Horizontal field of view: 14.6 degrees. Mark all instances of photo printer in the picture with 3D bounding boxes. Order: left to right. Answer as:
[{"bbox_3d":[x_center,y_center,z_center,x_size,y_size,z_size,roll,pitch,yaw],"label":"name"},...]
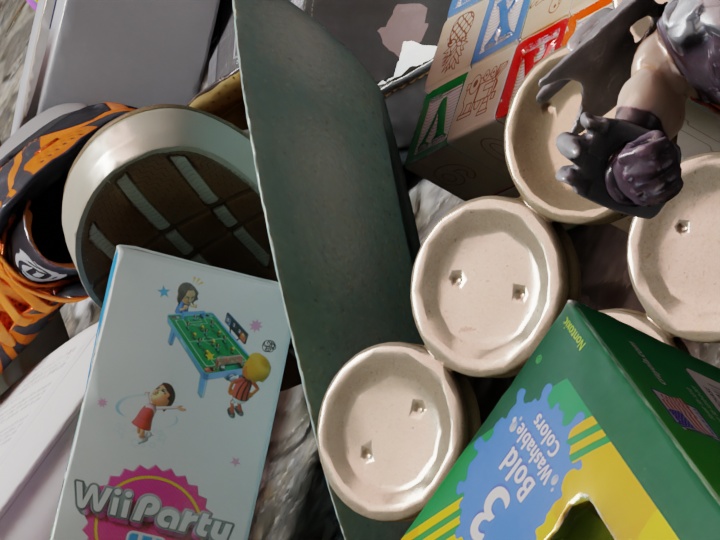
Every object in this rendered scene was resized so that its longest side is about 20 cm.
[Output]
[{"bbox_3d":[-0.129,0.102,1.080,0.166,0.069,0.200,-32,19,51],"label":"photo printer"}]

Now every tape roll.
[{"bbox_3d":[-0.109,-0.112,1.263,0.200,0.066,0.201,-168,90,-79],"label":"tape roll"}]

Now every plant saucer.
[{"bbox_3d":[0.000,0.000,0.888,0.039,0.201,0.201,-13,34,3],"label":"plant saucer"}]

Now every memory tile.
[{"bbox_3d":[0.081,0.015,0.732,0.153,0.017,0.200,43,108,30],"label":"memory tile"}]

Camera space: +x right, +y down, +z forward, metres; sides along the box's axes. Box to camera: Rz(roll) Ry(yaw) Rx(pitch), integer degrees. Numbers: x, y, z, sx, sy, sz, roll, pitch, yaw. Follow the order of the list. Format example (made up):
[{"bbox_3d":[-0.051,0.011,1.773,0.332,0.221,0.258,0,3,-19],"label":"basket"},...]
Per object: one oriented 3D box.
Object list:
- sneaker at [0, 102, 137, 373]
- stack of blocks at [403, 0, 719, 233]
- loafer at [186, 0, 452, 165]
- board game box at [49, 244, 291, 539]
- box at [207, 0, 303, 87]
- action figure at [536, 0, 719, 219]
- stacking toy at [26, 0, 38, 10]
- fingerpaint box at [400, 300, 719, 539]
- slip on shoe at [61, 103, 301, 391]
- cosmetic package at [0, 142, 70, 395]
[{"bbox_3d":[-0.151,0.007,1.106,0.200,0.078,0.112,-52,14,-10],"label":"sneaker"},{"bbox_3d":[0.093,-0.069,0.851,0.200,0.059,0.115,-24,44,57],"label":"stack of blocks"},{"bbox_3d":[0.008,-0.078,1.032,0.200,0.072,0.073,-40,29,41],"label":"loafer"},{"bbox_3d":[-0.075,0.113,0.910,0.148,0.064,0.200,114,169,-69],"label":"board game box"},{"bbox_3d":[0.010,-0.152,1.147,0.200,0.048,0.159,-48,25,32],"label":"box"},{"bbox_3d":[0.118,-0.036,0.655,0.130,0.069,0.200,-42,56,12],"label":"action figure"},{"bbox_3d":[-0.142,-0.167,1.458,0.116,0.110,0.200,-67,11,-13],"label":"stacking toy"},{"bbox_3d":[0.061,0.131,0.630,0.167,0.073,0.200,-56,33,16],"label":"fingerpaint box"},{"bbox_3d":[-0.054,-0.017,0.968,0.076,0.200,0.061,-20,65,9],"label":"slip on shoe"},{"bbox_3d":[-0.190,-0.005,1.210,0.087,0.200,0.103,-22,16,-19],"label":"cosmetic package"}]
